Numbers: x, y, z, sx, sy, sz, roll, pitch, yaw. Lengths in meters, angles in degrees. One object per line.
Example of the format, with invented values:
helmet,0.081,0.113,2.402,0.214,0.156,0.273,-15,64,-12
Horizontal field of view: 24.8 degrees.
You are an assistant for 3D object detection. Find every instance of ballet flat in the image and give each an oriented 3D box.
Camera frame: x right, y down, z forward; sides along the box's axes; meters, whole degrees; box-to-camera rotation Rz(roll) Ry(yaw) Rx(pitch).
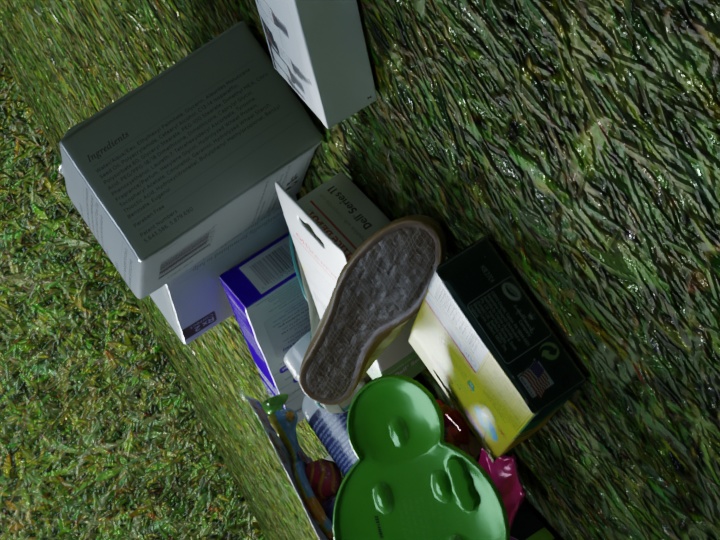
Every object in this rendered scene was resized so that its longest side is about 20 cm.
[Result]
ballet flat,-0.020,0.035,1.555,0.070,0.069,0.202,100,161,-72

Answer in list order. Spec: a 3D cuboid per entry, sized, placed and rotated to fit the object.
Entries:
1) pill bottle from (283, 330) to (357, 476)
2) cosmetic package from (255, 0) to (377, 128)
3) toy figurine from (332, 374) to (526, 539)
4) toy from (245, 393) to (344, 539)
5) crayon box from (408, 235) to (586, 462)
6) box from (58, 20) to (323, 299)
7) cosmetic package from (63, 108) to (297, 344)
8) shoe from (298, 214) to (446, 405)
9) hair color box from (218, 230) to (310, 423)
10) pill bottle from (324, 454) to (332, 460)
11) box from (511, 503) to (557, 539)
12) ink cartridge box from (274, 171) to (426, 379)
pill bottle,0.012,0.146,1.607,0.201,0.110,0.111,54,167,13
cosmetic package,-0.042,-0.198,1.148,0.083,0.050,0.201,48,164,34
toy figurine,0.070,0.174,1.380,0.184,0.149,0.202,-14,-91,-69
toy,-0.038,0.208,1.628,0.201,0.047,0.115,57,-174,20
crayon box,0.097,0.065,1.237,0.128,0.051,0.200,56,166,11
box,-0.156,-0.094,1.481,0.131,0.199,0.199,54,167,4
cosmetic package,-0.177,-0.071,1.691,0.200,0.164,0.166,50,165,27
shoe,0.009,0.024,1.307,0.070,0.054,0.201,33,125,-3
hair color box,-0.064,0.057,1.691,0.065,0.109,0.201,46,162,41
pill bottle,0.015,0.262,1.861,0.117,0.115,0.200,58,168,-5
box,0.093,0.313,1.492,0.149,0.199,0.125,45,163,42
ink cartridge box,0.000,0.000,1.410,0.117,0.067,0.201,47,164,37
